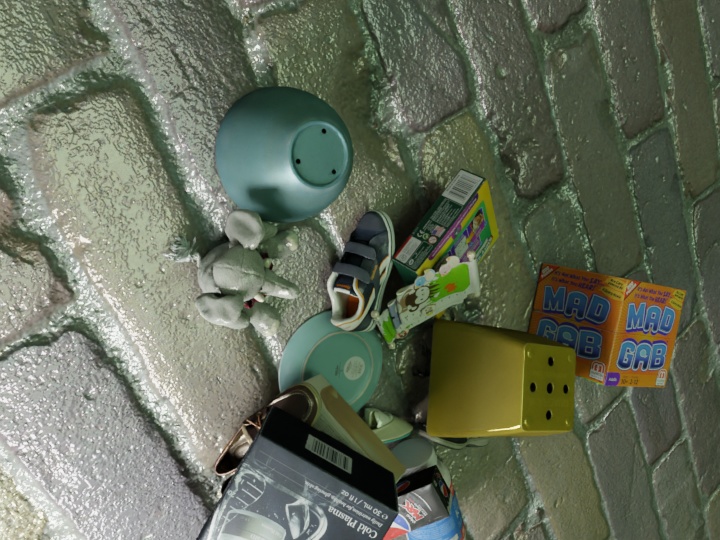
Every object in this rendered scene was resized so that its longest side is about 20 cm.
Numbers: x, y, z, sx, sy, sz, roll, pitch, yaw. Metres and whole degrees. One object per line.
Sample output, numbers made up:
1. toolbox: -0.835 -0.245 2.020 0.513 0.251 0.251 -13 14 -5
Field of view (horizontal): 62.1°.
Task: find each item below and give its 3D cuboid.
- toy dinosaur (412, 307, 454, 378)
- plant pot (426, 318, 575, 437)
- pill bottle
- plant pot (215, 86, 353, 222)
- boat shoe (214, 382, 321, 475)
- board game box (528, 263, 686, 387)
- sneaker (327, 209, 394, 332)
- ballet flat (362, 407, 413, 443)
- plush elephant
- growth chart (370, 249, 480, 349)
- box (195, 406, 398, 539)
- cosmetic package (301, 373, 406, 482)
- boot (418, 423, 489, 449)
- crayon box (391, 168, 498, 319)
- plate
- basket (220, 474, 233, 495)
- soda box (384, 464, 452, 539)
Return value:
1. toy dinosaur: 0.141 0.157 1.098 0.088 0.047 0.201 -14 109 -36
2. plant pot: 0.250 0.191 1.014 0.199 0.176 0.201 11 79 -35
3. pill bottle: 0.118 0.412 1.086 0.112 0.112 0.201 -27 113 -25
4. plant pot: -0.088 -0.163 0.845 0.199 0.135 0.201 -6 101 -30
5. boat shoe: -0.139 0.236 0.864 0.072 0.200 0.072 56 22 10
6. board game box: 0.490 0.109 1.210 0.199 0.200 0.201 9 94 -33
7. sneaker: 0.000 0.000 0.951 0.079 0.078 0.201 6 92 -49
8. ballet flat: 0.004 0.270 1.020 0.199 0.069 0.070 -9 103 -31
9. plush elephant: -0.155 0.006 0.820 0.200 0.155 0.165 20 88 -33
10. growth chart: 0.109 0.047 0.969 0.200 0.018 0.145 -31 143 4
11. box: -0.084 0.322 0.778 0.200 0.124 0.197 30 95 -2
12. cosmetic package: -0.039 0.267 0.903 0.105 0.200 0.071 -47 166 17
13. boot: 0.191 0.250 1.120 0.203 0.073 0.154 16 88 -47
14. crayon box: 0.152 -0.041 1.021 0.200 0.058 0.173 -52 148 -14
15. plate: -0.041 0.165 0.997 0.200 0.026 0.201 -5 100 -30
16. basket: -0.130 0.426 0.928 0.180 0.136 0.201 2 102 -20
17. soda box: 0.051 0.400 0.997 0.200 0.071 0.063 -28 92 16
